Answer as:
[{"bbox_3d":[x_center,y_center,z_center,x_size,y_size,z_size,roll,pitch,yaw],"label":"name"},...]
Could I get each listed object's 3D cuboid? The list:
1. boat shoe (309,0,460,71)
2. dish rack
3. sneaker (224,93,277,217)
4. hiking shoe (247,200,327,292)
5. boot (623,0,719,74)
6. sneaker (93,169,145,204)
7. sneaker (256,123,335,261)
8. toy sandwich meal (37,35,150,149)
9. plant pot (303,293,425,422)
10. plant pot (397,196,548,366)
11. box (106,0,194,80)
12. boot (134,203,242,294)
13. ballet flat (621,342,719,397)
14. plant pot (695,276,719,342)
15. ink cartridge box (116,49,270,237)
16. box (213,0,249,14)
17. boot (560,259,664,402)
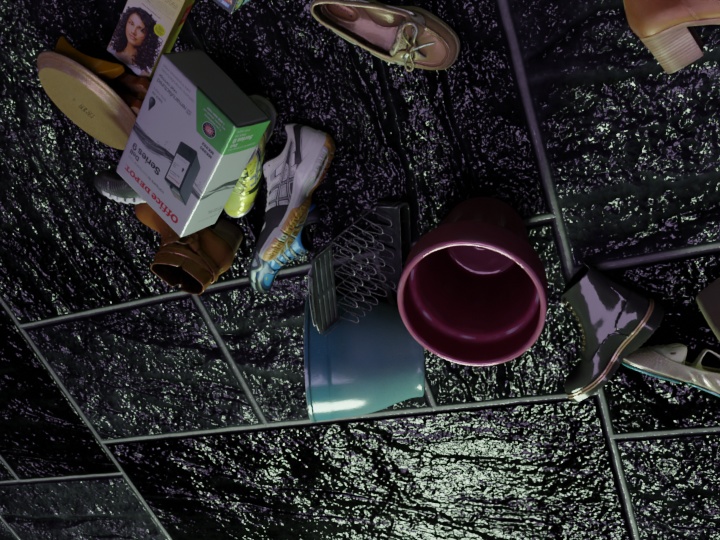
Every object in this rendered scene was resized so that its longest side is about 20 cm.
[{"bbox_3d":[0.030,-0.300,0.879,0.195,0.063,0.075,20,127,4],"label":"boat shoe"},{"bbox_3d":[0.000,0.000,1.016,0.054,0.199,0.157,19,132,33],"label":"dish rack"},{"bbox_3d":[-0.181,-0.162,1.034,0.074,0.077,0.203,21,126,3],"label":"sneaker"},{"bbox_3d":[-0.121,-0.034,1.103,0.085,0.075,0.203,25,127,1],"label":"hiking shoe"},{"bbox_3d":[0.376,-0.330,0.742,0.198,0.074,0.156,-32,103,27],"label":"boot"},{"bbox_3d":[-0.330,-0.152,1.097,0.194,0.067,0.092,9,130,8],"label":"sneaker"},{"bbox_3d":[-0.113,-0.116,1.012,0.086,0.076,0.204,26,88,7],"label":"sneaker"},{"bbox_3d":[-0.378,-0.258,1.023,0.201,0.071,0.206,27,158,12],"label":"toy sandwich meal"},{"bbox_3d":[0.010,0.134,1.111,0.182,0.202,0.205,-3,124,2],"label":"plant pot"},{"bbox_3d":[0.163,-0.003,0.963,0.194,0.180,0.204,9,126,13],"label":"plant pot"},{"bbox_3d":[-0.273,-0.362,0.947,0.074,0.051,0.201,35,126,-8],"label":"box"},{"bbox_3d":[-0.299,-0.041,1.106,0.196,0.157,0.078,25,128,0],"label":"boot"},{"bbox_3d":[0.489,0.140,1.038,0.195,0.067,0.064,18,98,2],"label":"ballet flat"},{"bbox_3d":[0.584,0.084,0.884,0.198,0.178,0.201,35,127,-7],"label":"plant pot"},{"bbox_3d":[-0.234,-0.172,0.958,0.146,0.084,0.201,43,123,9],"label":"ink cartridge box"},{"bbox_3d":[-0.204,-0.405,0.840,0.198,0.138,0.038,36,127,-7],"label":"box"},{"bbox_3d":[0.335,0.089,1.045,0.137,0.078,0.202,33,117,1],"label":"boot"}]
